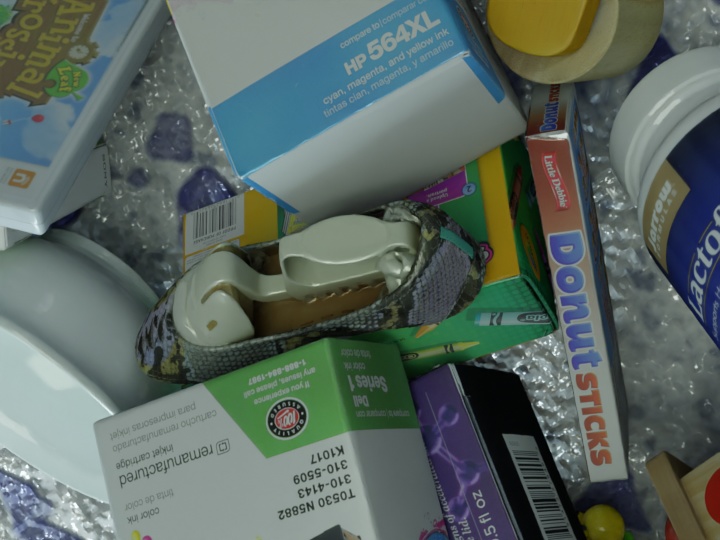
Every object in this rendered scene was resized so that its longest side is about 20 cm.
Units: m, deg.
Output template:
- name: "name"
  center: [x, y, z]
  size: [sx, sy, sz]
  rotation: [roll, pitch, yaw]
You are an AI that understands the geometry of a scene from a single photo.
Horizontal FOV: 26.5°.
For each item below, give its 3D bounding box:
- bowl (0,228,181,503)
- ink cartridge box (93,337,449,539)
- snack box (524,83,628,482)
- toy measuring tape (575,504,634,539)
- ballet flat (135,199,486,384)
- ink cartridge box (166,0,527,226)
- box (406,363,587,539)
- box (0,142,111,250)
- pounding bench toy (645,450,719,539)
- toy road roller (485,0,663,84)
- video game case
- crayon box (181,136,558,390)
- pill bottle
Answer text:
- name: "bowl"
  center: [-0.173, 0.041, 0.880]
  size: [0.199, 0.091, 0.202]
  rotation: [26, 153, 15]
- name: "ink cartridge box"
  center: [-0.033, 0.151, 0.746]
  size: [0.143, 0.084, 0.203]
  rotation: [-20, 76, 23]
- name: "snack box"
  center: [0.117, 0.007, 0.804]
  size: [0.024, 0.072, 0.202]
  rotation: [-7, 115, 14]
- name: "toy measuring tape"
  center: [0.104, 0.219, 0.886]
  size: [0.073, 0.074, 0.202]
  rotation: [20, 115, 9]
- name: "ballet flat"
  center: [-0.039, 0.005, 0.761]
  size: [0.198, 0.072, 0.073]
  rotation: [-14, 99, 21]
- name: "ink cartridge box"
  center: [-0.021, -0.144, 0.770]
  size: [0.124, 0.128, 0.202]
  rotation: [-27, 72, 13]
- name: "box"
  center: [0.014, 0.159, 0.827]
  size: [0.199, 0.104, 0.150]
  rotation: [-30, 71, 20]
- name: "box"
  center: [-0.261, -0.049, 0.875]
  size: [0.197, 0.144, 0.037]
  rotation: [4, 106, 13]
- name: "pounding bench toy"
  center: [0.252, 0.161, 0.749]
  size: [0.155, 0.201, 0.124]
  rotation: [-38, 136, 19]
- name: "toy road roller"
  center: [0.092, -0.205, 0.765]
  size: [0.145, 0.123, 0.203]
  rotation: [22, 107, 24]
- name: "video game case"
  center: [-0.214, -0.115, 0.832]
  size: [0.180, 0.201, 0.022]
  rotation: [13, 141, 11]
- name: "crayon box"
  center: [0.000, 0.000, 0.829]
  size: [0.198, 0.120, 0.058]
  rotation: [-18, 141, 17]
- name: "pill bottle"
  center: [0.201, -0.017, 0.728]
  size: [0.114, 0.201, 0.117]
  rotation: [-11, 129, -14]
